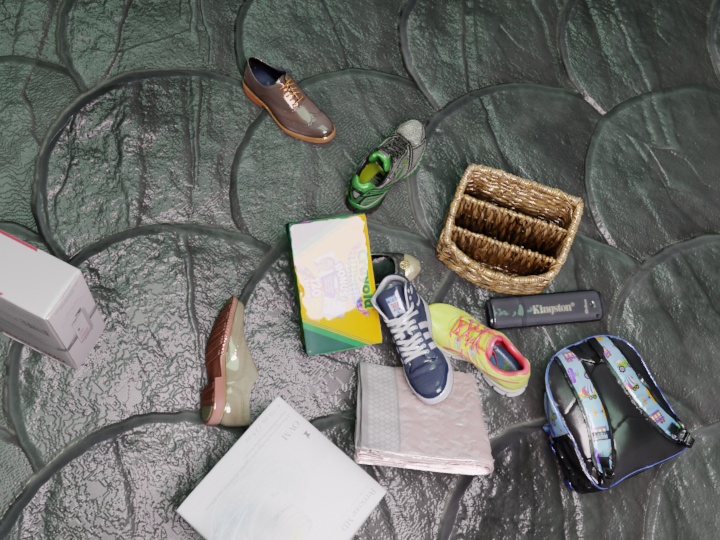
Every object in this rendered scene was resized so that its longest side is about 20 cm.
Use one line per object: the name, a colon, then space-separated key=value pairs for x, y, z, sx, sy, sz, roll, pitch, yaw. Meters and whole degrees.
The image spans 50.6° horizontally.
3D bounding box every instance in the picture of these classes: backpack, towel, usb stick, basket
backpack: x=0.353 y=0.207 z=1.127 sx=0.182 sy=0.135 sz=0.201 roll=-20 pitch=72 yaw=-14
towel: x=0.086 y=0.206 z=1.095 sx=0.190 sy=0.032 sz=0.200 roll=7 pitch=31 yaw=-4
usb stick: x=0.299 y=0.063 z=1.236 sx=0.198 sy=0.033 sz=0.056 roll=-4 pitch=70 yaw=-9
basket: x=0.230 y=-0.055 z=1.215 sx=0.199 sy=0.149 sz=0.143 roll=20 pitch=66 yaw=1

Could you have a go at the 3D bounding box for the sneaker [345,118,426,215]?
sneaker: x=0.051 y=-0.183 z=1.282 sx=0.078 sy=0.085 sz=0.200 roll=33 pitch=67 yaw=8

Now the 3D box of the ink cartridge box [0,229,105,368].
ink cartridge box: x=-0.455 y=0.044 z=1.068 sx=0.146 sy=0.200 sz=0.083 roll=25 pitch=63 yaw=4

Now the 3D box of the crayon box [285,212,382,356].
crayon box: x=-0.041 y=0.019 z=1.159 sx=0.118 sy=0.058 sz=0.202 roll=-9 pitch=95 yaw=-11

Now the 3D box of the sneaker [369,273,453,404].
sneaker: x=0.072 y=0.093 z=1.108 sx=0.070 sy=0.109 sz=0.201 roll=-26 pitch=45 yaw=13

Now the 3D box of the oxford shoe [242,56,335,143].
oxford shoe: x=-0.126 y=-0.293 z=1.313 sx=0.199 sy=0.073 sz=0.071 roll=35 pitch=68 yaw=8

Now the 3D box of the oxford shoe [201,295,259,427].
oxford shoe: x=-0.189 y=0.137 z=1.142 sx=0.073 sy=0.071 sz=0.201 roll=17 pitch=63 yaw=-27

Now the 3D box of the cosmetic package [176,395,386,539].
cosmetic package: x=-0.105 y=0.319 z=1.036 sx=0.200 sy=0.123 sz=0.200 roll=39 pitch=69 yaw=8

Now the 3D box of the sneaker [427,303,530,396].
sneaker: x=0.182 y=0.109 z=1.173 sx=0.199 sy=0.090 sz=0.078 roll=34 pitch=70 yaw=10

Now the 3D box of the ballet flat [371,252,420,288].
ballet flat: x=0.000 y=0.000 z=1.215 sx=0.198 sy=0.057 sz=0.067 roll=-3 pitch=66 yaw=-8
